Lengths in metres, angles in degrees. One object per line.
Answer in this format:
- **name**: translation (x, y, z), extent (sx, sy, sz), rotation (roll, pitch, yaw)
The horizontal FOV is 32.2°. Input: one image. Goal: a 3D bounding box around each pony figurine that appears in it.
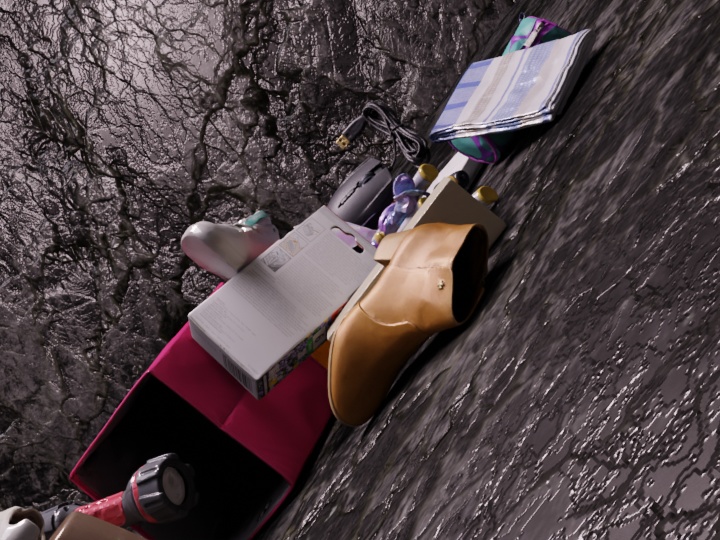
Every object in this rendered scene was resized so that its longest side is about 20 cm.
- **pony figurine**: translation (0.037, -0.027, 1.407), extent (0.192, 0.167, 0.200), rotation (-12, -30, -43)

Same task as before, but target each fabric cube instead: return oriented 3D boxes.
- **fabric cube**: translation (-0.163, 0.178, 1.385), extent (0.197, 0.199, 0.200), rotation (-50, 4, 31)

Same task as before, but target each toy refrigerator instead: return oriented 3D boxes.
- **toy refrigerator**: translation (0.055, 0.008, 1.260), extent (0.201, 0.076, 0.070), rotation (-53, 5, 3)

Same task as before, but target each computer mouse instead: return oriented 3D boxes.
- **computer mouse**: translation (-0.011, -0.110, 1.506), extent (0.201, 0.046, 0.141), rotation (-54, 48, 21)

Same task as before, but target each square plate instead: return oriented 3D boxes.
- **square plate**: translation (0.120, -0.111, 1.742), extent (0.201, 0.028, 0.198), rotation (-57, 7, -35)

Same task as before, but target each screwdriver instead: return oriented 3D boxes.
- **screwdriver**: translation (0.079, -0.082, 1.624), extent (0.200, 0.029, 0.028), rotation (-32, 50, 51)

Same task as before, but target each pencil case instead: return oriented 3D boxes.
- **pencil case**: translation (0.192, -0.234, 1.600), extent (0.201, 0.085, 0.093), rotation (-55, -26, -14)

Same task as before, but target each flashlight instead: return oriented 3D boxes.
- **flashlight**: translation (-0.262, 0.250, 1.300), extent (0.198, 0.068, 0.068), rotation (-23, 14, 27)

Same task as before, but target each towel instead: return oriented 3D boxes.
- **towel**: translation (0.179, -0.219, 1.486), extent (0.199, 0.024, 0.148), rotation (-6, 45, 48)

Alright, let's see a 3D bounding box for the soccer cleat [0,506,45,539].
- **soccer cleat**: translation (-0.346, 0.267, 1.240), extent (0.078, 0.069, 0.200), rotation (-48, 12, -11)

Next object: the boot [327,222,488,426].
- **boot**: translation (0.044, 0.050, 1.139), extent (0.143, 0.070, 0.203), rotation (1, 71, 59)

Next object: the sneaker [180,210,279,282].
- **sneaker**: translation (-0.130, -0.031, 1.375), extent (0.089, 0.075, 0.200), rotation (-64, -22, -8)

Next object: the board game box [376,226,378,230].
- **board game box**: translation (0.000, 0.000, 1.600), extent (0.134, 0.034, 0.200), rotation (7, -50, -48)

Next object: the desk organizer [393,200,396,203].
- **desk organizer**: translation (0.001, -0.039, 1.757), extent (0.200, 0.071, 0.078), rotation (94, -158, -68)

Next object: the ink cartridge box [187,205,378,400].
- **ink cartridge box**: translation (-0.072, 0.031, 1.315), extent (0.200, 0.109, 0.051), rotation (-40, -24, -23)

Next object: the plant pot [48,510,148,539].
- **plant pot**: translation (-0.247, 0.333, 1.226), extent (0.201, 0.174, 0.200), rotation (-51, 6, 8)

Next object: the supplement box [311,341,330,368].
- **supplement box**: translation (-0.112, 0.163, 1.588), extent (0.200, 0.073, 0.127), rotation (-48, 19, 43)
